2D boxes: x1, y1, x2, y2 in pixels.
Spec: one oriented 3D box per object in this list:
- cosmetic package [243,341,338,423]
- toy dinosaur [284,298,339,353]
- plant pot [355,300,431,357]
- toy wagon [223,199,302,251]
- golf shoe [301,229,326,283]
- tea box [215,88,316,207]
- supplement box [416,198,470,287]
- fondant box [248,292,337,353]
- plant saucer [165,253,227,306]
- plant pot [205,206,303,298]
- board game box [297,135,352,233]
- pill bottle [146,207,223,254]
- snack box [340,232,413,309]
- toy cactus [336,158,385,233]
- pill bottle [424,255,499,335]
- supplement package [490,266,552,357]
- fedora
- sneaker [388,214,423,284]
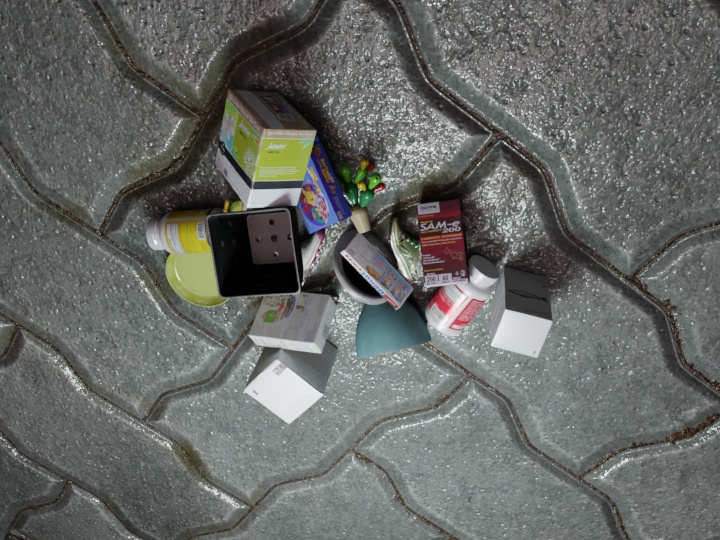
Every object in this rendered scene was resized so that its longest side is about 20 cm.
[{"bbox_3d":[-0.190,0.276,1.845,0.165,0.200,0.165,39,121,-13],"label":"cosmetic package"},{"bbox_3d":[-0.147,0.137,1.803,0.200,0.106,0.060,-43,88,-7],"label":"toy dinosaur"},{"bbox_3d":[0.072,0.139,1.735,0.199,0.200,0.135,-15,87,19],"label":"plant pot"},{"bbox_3d":[-0.247,-0.142,1.683,0.199,0.040,0.156,15,107,5],"label":"toy wagon"},{"bbox_3d":[-0.159,-0.035,1.728,0.091,0.075,0.200,30,121,-3],"label":"golf shoe"},{"bbox_3d":[-0.219,-0.277,1.499,0.133,0.200,0.197,-6,129,-35],"label":"tea box"},{"bbox_3d":[0.199,-0.065,1.590,0.108,0.061,0.201,-7,87,15],"label":"supplement box"},{"bbox_3d":[-0.177,0.132,1.750,0.199,0.145,0.058,5,149,23],"label":"fondant box"},{"bbox_3d":[-0.438,0.009,1.834,0.199,0.031,0.201,5,122,9],"label":"plant saucer"},{"bbox_3d":[-0.232,-0.060,1.590,0.199,0.177,0.201,-4,105,10],"label":"plant pot"},{"bbox_3d":[-0.111,-0.199,1.564,0.134,0.045,0.201,-16,100,53],"label":"board game box"},{"bbox_3d":[-0.445,-0.100,1.721,0.199,0.113,0.113,-2,120,13],"label":"pill bottle"},{"bbox_3d":[0.042,0.001,1.640,0.200,0.072,0.024,46,145,-10],"label":"snack box"},{"bbox_3d":[-0.013,-0.173,1.591,0.200,0.102,0.166,-14,100,34],"label":"toy cactus"},{"bbox_3d":[0.258,0.061,1.677,0.112,0.112,0.200,30,122,-7],"label":"pill bottle"},{"bbox_3d":[0.390,0.098,1.620,0.117,0.200,0.118,14,123,2],"label":"supplement package"},{"bbox_3d":[0.000,0.000,1.686,0.200,0.177,0.090,40,150,-14],"label":"fedora"},{"bbox_3d":[0.125,-0.059,1.666,0.088,0.077,0.200,-17,122,6],"label":"sneaker"}]
